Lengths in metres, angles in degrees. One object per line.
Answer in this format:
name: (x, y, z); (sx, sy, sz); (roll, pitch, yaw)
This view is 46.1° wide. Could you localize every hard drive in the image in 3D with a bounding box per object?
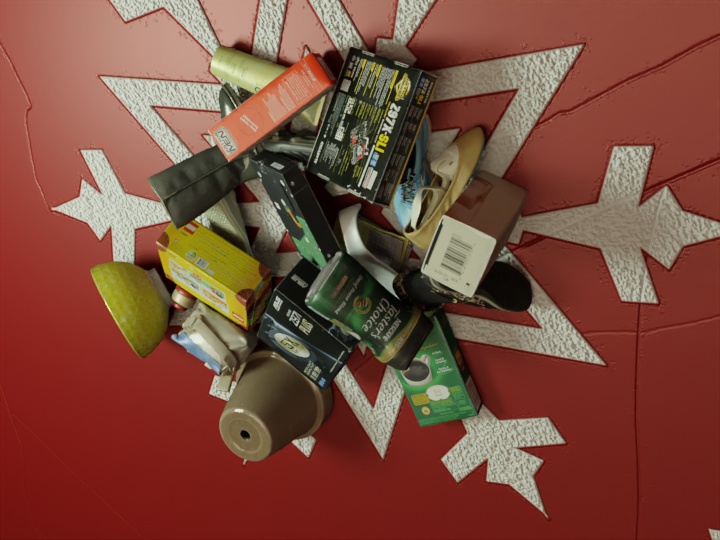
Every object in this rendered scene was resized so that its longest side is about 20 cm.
hard drive: (-0.100, -0.096, 1.391); (0.139, 0.038, 0.202); (30, 150, 58)

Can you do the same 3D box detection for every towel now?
towel: (0.000, 0.000, 1.465); (0.142, 0.023, 0.203); (27, 122, 11)

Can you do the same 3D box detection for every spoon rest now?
spoon rest: (0.014, -0.006, 1.402); (0.098, 0.061, 0.203); (-19, 105, 20)

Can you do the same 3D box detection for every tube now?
tube: (-0.147, -0.309, 1.374); (0.197, 0.052, 0.058); (24, 150, 8)

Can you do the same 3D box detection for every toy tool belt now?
toy tool belt: (-0.296, 0.128, 1.586); (0.198, 0.125, 0.124); (33, 96, 17)

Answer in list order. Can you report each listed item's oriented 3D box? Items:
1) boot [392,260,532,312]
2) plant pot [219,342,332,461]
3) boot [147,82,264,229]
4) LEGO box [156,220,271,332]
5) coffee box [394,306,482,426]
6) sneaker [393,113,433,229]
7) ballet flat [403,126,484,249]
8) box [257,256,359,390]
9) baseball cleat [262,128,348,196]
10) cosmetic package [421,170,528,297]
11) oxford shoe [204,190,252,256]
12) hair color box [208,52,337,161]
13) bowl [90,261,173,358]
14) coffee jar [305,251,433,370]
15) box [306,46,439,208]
boot: (0.160, 0.030, 1.356); (0.150, 0.197, 0.075); (-17, 66, 58)
plant pot: (-0.173, 0.263, 1.587); (0.197, 0.175, 0.204); (11, 119, 20)
boot: (-0.263, -0.191, 1.411); (0.197, 0.073, 0.185); (-25, 101, -3)
LEGO box: (-0.260, 0.005, 1.524); (0.198, 0.078, 0.149); (32, 156, 9)
coffee box: (0.123, 0.168, 1.473); (0.121, 0.044, 0.203); (-17, 105, 31)
sneaker: (0.068, -0.148, 1.318); (0.077, 0.090, 0.204); (3, 114, 24)
ballet flat: (0.124, -0.128, 1.279); (0.062, 0.069, 0.203); (17, 102, -27)
box: (-0.080, 0.097, 1.469); (0.163, 0.086, 0.201); (39, 149, 4)
baseball cleat: (-0.072, -0.175, 1.386); (0.196, 0.070, 0.108); (9, 115, 23)
cosmetic package: (0.171, -0.059, 1.245); (0.086, 0.200, 0.105); (26, 121, 12)
oxford shoe: (-0.236, -0.087, 1.522); (0.074, 0.058, 0.202); (0, 128, 28)
hair color box: (-0.132, -0.254, 1.311); (0.198, 0.102, 0.062); (-35, 98, 11)
bowl: (-0.424, 0.057, 1.636); (0.106, 0.200, 0.203); (-29, 102, -10)
coffee jar: (0.017, 0.067, 1.340); (0.199, 0.105, 0.085); (37, 169, -12)
box: (0.014, -0.215, 1.261); (0.159, 0.049, 0.203); (28, 102, 39)
